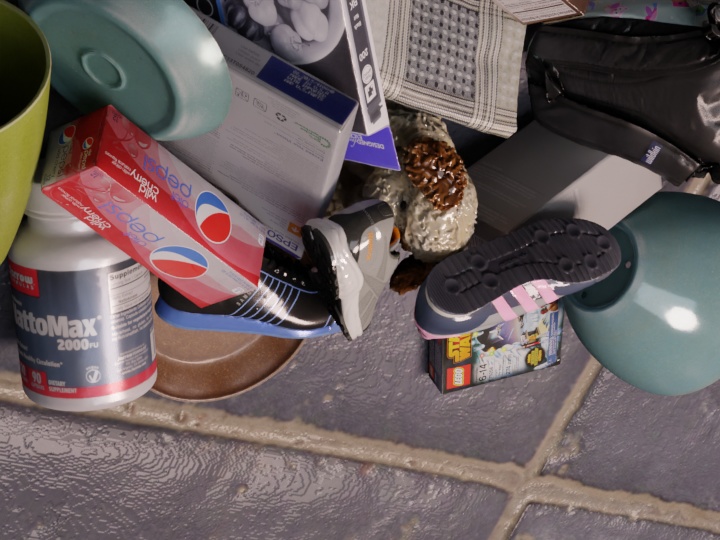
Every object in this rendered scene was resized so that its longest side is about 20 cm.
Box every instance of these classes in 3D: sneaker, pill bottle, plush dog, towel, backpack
[{"bbox_3d":[0.000,0.000,1.563,0.079,0.074,0.200,-30,162,-10],"label":"sneaker"},{"bbox_3d":[-0.241,0.008,1.570,0.119,0.120,0.201,-10,111,-19],"label":"pill bottle"},{"bbox_3d":[-0.084,0.011,1.642,0.199,0.070,0.078,0,126,-26],"label":"sneaker"},{"bbox_3d":[0.044,-0.079,1.602,0.160,0.172,0.200,-19,144,-16],"label":"plush dog"},{"bbox_3d":[0.074,-0.230,1.560,0.192,0.034,0.201,16,76,-33],"label":"towel"},{"bbox_3d":[0.133,0.009,1.603,0.199,0.070,0.082,-13,157,-24],"label":"sneaker"},{"bbox_3d":[0.248,-0.176,1.627,0.199,0.127,0.168,10,114,15],"label":"backpack"}]

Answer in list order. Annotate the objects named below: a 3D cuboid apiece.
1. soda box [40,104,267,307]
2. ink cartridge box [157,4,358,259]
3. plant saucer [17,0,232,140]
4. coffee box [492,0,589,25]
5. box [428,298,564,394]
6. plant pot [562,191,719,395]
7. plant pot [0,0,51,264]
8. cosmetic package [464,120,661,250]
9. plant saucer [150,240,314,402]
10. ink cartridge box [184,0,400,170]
[{"bbox_3d":[-0.166,-0.049,1.495,0.070,0.064,0.200,-19,140,34],"label":"soda box"},{"bbox_3d":[-0.107,-0.119,1.506,0.041,0.199,0.200,-57,174,-31],"label":"ink cartridge box"},{"bbox_3d":[-0.195,-0.169,1.443,0.036,0.199,0.200,-57,138,-32],"label":"plant saucer"},{"bbox_3d":[0.114,-0.307,1.527,0.200,0.080,0.115,31,70,-34],"label":"coffee box"},{"bbox_3d":[0.137,0.020,1.818,0.136,0.040,0.201,-13,126,-17],"label":"box"},{"bbox_3d":[0.269,0.010,1.759,0.134,0.200,0.200,18,113,-43],"label":"plant pot"},{"bbox_3d":[-0.333,-0.088,1.452,0.186,0.187,0.200,-14,141,-17],"label":"plant pot"},{"bbox_3d":[0.175,-0.074,1.699,0.200,0.107,0.090,-33,131,-25],"label":"cosmetic package"},{"bbox_3d":[-0.135,0.030,1.697,0.200,0.037,0.201,-12,125,-18],"label":"plant saucer"},{"bbox_3d":[-0.071,-0.172,1.494,0.043,0.197,0.201,-46,136,-37],"label":"ink cartridge box"}]
